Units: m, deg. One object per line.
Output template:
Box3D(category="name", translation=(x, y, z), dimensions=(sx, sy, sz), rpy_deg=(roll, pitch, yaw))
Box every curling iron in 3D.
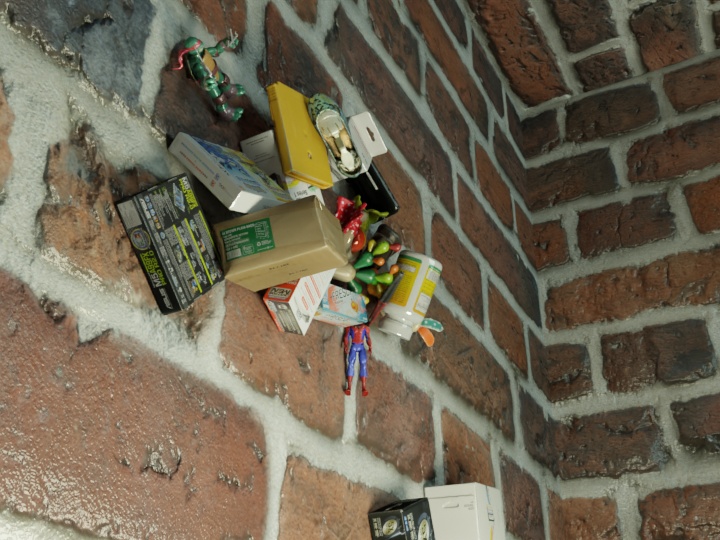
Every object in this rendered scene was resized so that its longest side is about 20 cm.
Box3D(category="curling iron", translation=(0.049, 0.078, 1.844), dimensions=(0.026, 0.200, 0.050), rpy_deg=(43, 30, 10))

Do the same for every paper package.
Box3D(category="paper package", translation=(-0.141, -0.047, 1.433), dimensions=(0.191, 0.199, 0.104), rpy_deg=(45, 30, -76))

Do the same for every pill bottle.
Box3D(category="pill bottle", translation=(0.115, 0.061, 1.898), dimensions=(0.113, 0.112, 0.201), rpy_deg=(31, 77, -56))

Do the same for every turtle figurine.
Box3D(category="turtle figurine", translation=(-0.281, -0.385, 1.492), dimensions=(0.200, 0.100, 0.150), rpy_deg=(65, 37, -56))

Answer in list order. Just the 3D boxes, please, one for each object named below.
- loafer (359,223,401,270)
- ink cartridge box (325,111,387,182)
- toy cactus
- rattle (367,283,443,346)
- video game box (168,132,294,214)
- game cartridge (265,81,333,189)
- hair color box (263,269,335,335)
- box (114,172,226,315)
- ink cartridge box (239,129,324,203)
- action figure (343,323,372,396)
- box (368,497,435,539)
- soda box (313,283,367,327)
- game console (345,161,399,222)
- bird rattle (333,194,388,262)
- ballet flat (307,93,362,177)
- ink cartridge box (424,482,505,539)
Box3D(category="loafer", translation=(0.044, -0.041, 1.914), dimensions=(0.073, 0.200, 0.071), rpy_deg=(38, 62, 7))
Box3D(category="ink cartridge box", translation=(-0.053, -0.272, 1.785), dimensions=(0.116, 0.199, 0.067), rpy_deg=(60, 29, -28))
Box3D(category="toy cactus", translation=(0.000, 0.000, 1.835), dimensions=(0.164, 0.200, 0.103), rpy_deg=(8, 49, -20))
Box3D(category="rattle", translation=(0.116, 0.096, 1.971), dimensions=(0.201, 0.130, 0.143), rpy_deg=(59, -5, 17))
Box3D(category="video game box", translation=(-0.227, -0.168, 1.437), dimensions=(0.182, 0.047, 0.200), rpy_deg=(45, 16, 21))
Box3D(category="game cartridge", translation=(-0.128, -0.282, 1.644), dimensions=(0.176, 0.032, 0.201), rpy_deg=(12, 62, -64))
Box3D(category="hair color box", translation=(-0.116, 0.016, 1.586), dimensions=(0.111, 0.064, 0.201), rpy_deg=(71, 34, -47))
Box3D(category="box", translation=(-0.311, -0.048, 1.315), dimensions=(0.201, 0.044, 0.160), rpy_deg=(70, 25, -14))
Box3D(category="ink cartridge box", translation=(-0.159, -0.191, 1.658), dimensions=(0.145, 0.084, 0.201), rpy_deg=(-27, 101, -65))
Box3D(category="action figure", translation=(-0.006, 0.185, 1.803), dimensions=(0.052, 0.065, 0.201), rpy_deg=(92, -2, -62))
Box3D(category="box", translation=(0.104, 0.631, 1.772), dimensions=(0.164, 0.086, 0.201), rpy_deg=(13, 66, -63))
Box3D(category="soda box", translation=(-0.062, 0.076, 1.736), dimensions=(0.200, 0.068, 0.064), rpy_deg=(22, 57, -59))
Box3D(category="game console", translation=(0.032, -0.236, 2.011), dimensions=(0.116, 0.176, 0.201), rpy_deg=(-37, 98, -34))
Box3D(category="bird rattle", translation=(-0.007, -0.097, 1.888), dimensions=(0.200, 0.112, 0.164), rpy_deg=(-50, 153, -72))
Box3D(category="ballet flat", translation=(-0.048, -0.286, 1.684), dimensions=(0.201, 0.074, 0.074), rpy_deg=(58, 30, -26))
Box3D(category="ink cartridge box", translation=(0.273, 0.641, 2.047), dimensions=(0.200, 0.146, 0.146), rpy_deg=(34, 48, -55))
